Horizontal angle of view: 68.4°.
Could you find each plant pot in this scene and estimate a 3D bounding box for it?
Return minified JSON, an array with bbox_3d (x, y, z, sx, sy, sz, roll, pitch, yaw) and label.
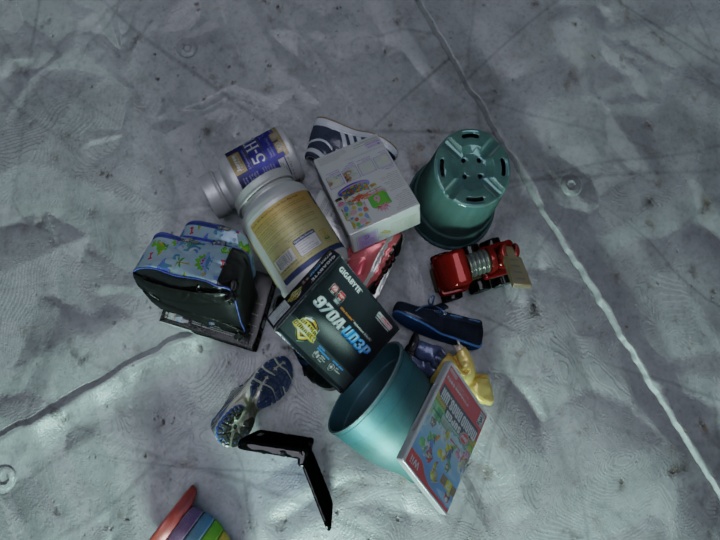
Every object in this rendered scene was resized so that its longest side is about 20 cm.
[{"bbox_3d":[0.198,-0.167,1.049,0.192,0.196,0.209,0,78,-2],"label":"plant pot"},{"bbox_3d":[0.071,0.272,0.966,0.188,0.200,0.201,43,80,-8],"label":"plant pot"}]

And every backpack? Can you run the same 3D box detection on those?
[{"bbox_3d":[-0.287,0.007,0.952,0.192,0.185,0.151,11,57,5],"label":"backpack"}]

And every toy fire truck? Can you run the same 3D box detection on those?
[{"bbox_3d":[0.235,-0.001,1.015,0.170,0.200,0.133,-14,79,-5],"label":"toy fire truck"}]

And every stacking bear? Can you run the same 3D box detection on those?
[{"bbox_3d":[-0.273,0.509,0.945,0.199,0.114,0.122,40,80,1],"label":"stacking bear"}]

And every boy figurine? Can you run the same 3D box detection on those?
[{"bbox_3d":[0.178,0.195,1.036,0.195,0.065,0.127,25,112,1],"label":"boy figurine"}]

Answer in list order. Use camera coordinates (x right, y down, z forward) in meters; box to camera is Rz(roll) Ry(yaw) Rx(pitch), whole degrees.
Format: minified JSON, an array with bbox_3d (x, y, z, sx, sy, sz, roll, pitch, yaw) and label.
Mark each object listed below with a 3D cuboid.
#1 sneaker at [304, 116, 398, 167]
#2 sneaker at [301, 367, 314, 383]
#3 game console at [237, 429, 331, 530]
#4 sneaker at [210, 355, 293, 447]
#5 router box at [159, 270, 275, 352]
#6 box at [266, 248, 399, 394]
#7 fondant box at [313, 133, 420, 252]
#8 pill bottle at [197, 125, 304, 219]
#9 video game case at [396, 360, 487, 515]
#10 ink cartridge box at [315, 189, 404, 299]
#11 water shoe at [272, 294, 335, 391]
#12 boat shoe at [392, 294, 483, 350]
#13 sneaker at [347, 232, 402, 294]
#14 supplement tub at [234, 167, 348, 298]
[{"bbox_3d":[-0.024,-0.240,1.117,0.194,0.070,0.112,21,75,7],"label":"sneaker"},{"bbox_3d":[-0.021,0.169,1.037,0.192,0.073,0.116,-11,83,10],"label":"sneaker"},{"bbox_3d":[-0.125,0.358,0.929,0.169,0.200,0.121,9,77,-1],"label":"game console"},{"bbox_3d":[-0.213,0.237,1.013,0.200,0.084,0.078,-45,114,-31],"label":"sneaker"},{"bbox_3d":[-0.279,0.060,1.056,0.193,0.051,0.154,17,77,1],"label":"router box"},{"bbox_3d":[-0.041,0.090,0.901,0.159,0.046,0.201,-45,124,-8],"label":"box"},{"bbox_3d":[0.010,-0.151,1.004,0.140,0.059,0.204,-22,57,-6],"label":"fondant box"},{"bbox_3d":[-0.222,-0.193,1.074,0.196,0.120,0.122,-31,81,-8],"label":"pill bottle"},{"bbox_3d":[0.146,0.281,0.906,0.145,0.017,0.202,53,52,-22],"label":"video game case"},{"bbox_3d":[-0.025,-0.044,1.071,0.195,0.084,0.148,27,80,4],"label":"ink cartridge box"},{"bbox_3d":[-0.104,0.137,0.980,0.071,0.079,0.203,-36,78,8],"label":"water shoe"},{"bbox_3d":[0.155,0.099,1.065,0.195,0.084,0.071,24,70,-15],"label":"boat shoe"},{"bbox_3d":[0.000,0.000,0.996,0.085,0.074,0.203,29,75,16],"label":"sneaker"},{"bbox_3d":[-0.126,-0.065,0.956,0.142,0.145,0.203,-33,83,-8],"label":"supplement tub"}]
